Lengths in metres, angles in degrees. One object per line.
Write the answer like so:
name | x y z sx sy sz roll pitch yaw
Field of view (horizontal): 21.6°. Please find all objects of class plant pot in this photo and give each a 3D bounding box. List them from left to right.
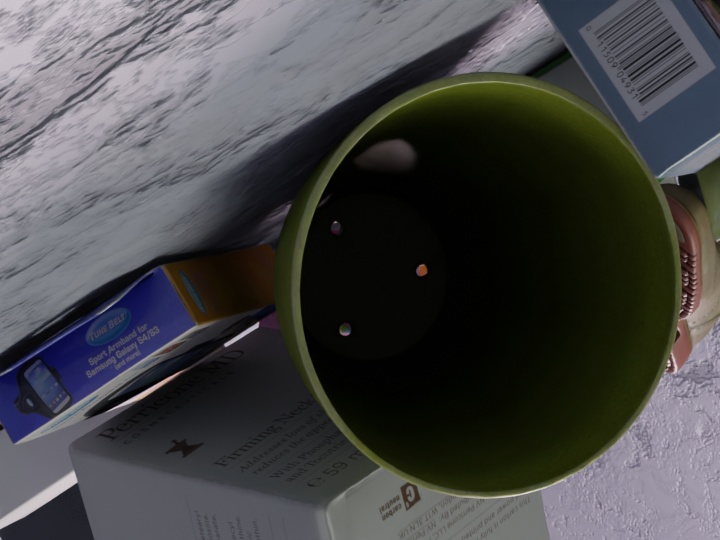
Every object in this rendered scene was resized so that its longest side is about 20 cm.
plant pot | 0.031 0.003 0.931 0.186 0.188 0.200 -30 -170 -13

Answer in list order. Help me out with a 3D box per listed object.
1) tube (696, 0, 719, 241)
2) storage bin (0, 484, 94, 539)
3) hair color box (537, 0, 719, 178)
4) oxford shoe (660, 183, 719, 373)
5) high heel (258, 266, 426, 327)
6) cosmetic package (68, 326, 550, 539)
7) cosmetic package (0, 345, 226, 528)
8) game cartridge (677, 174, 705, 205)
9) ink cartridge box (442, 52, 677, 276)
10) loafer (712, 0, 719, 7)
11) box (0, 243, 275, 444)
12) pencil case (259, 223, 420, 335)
tube | 0.205 -0.091 1.054 0.201 0.051 0.058 -99 -162 -56
storage bin | -0.173 0.169 1.394 0.199 0.135 0.145 -33 175 25
hair color box | 0.149 -0.101 0.910 0.060 0.099 0.200 -34 175 14
oxford shoe | 0.186 -0.011 1.104 0.075 0.070 0.200 -44 161 -12
high heel | 0.000 0.000 1.312 0.200 0.067 0.096 -47 -167 30
cosmetic package | -0.023 0.147 1.047 0.199 0.168 0.167 6 -153 42
cosmetic package | -0.177 0.101 1.184 0.199 0.051 0.082 -34 174 21
game cartridge | 0.249 -0.094 1.159 0.133 0.040 0.200 -47 -177 13
ink cartridge box | 0.116 -0.033 1.145 0.145 0.084 0.200 -33 156 2
loafer | 0.208 -0.120 1.253 0.199 0.070 0.075 -35 174 30
box | -0.115 0.037 1.000 0.119 0.042 0.200 -33 177 15
pencil case | -0.021 0.042 1.192 0.087 0.088 0.200 -29 162 -27
